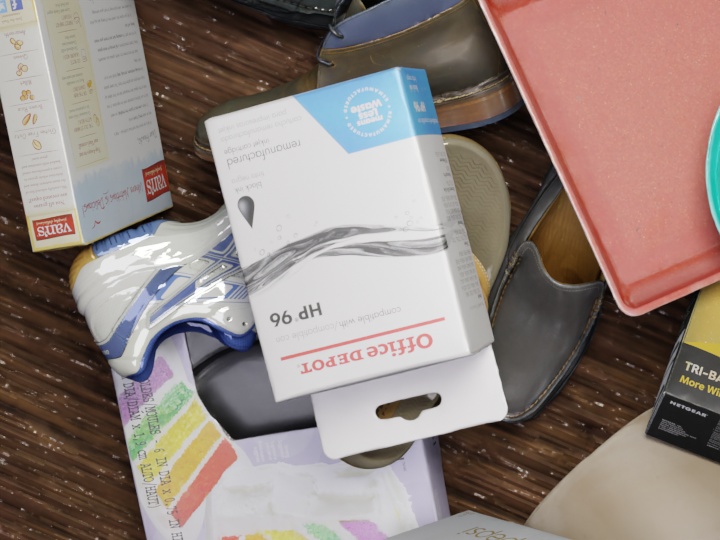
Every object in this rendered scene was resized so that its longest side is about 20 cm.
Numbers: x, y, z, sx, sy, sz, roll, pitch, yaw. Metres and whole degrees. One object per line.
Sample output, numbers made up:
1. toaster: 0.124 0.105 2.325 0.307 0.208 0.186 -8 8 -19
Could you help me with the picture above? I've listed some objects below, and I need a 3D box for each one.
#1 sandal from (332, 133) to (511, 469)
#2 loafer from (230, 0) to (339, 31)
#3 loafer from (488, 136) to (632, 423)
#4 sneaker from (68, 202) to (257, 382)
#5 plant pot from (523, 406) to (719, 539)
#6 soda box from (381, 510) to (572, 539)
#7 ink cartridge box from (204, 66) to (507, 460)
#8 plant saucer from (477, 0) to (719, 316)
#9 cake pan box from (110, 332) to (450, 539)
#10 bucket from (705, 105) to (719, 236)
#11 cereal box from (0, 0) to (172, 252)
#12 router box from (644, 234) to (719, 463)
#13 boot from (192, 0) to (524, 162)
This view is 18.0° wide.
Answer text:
1. sandal: 0.038 0.022 1.297 0.080 0.054 0.200 20 91 -21
2. loafer: -0.053 -0.180 1.304 0.200 0.070 0.068 13 92 -6
3. loafer: 0.112 0.000 1.317 0.073 0.072 0.200 19 103 5
4. sneaker: -0.064 0.001 1.320 0.200 0.075 0.088 -22 80 -1
5. plant pot: 0.191 0.175 1.288 0.200 0.200 0.174 -45 74 13
6. soda box: 0.084 0.184 1.250 0.064 0.200 0.068 -16 98 -23
7. ink cartridge box: 0.000 0.000 1.241 0.116 0.068 0.200 -15 90 14
8. plant saucer: 0.182 -0.097 1.259 0.199 0.037 0.200 -23 86 -19
9. cake pan box: -0.046 0.110 1.375 0.184 0.052 0.200 -9 97 9
10. bucket: 0.288 -0.053 1.188 0.207 0.135 0.207 3 76 -14
11. cereal box: -0.165 -0.119 1.307 0.039 0.144 0.200 -7 97 17
12. router box: 0.277 0.053 1.262 0.200 0.052 0.157 21 58 5
13. boot: -0.011 -0.123 1.301 0.200 0.075 0.097 -11 122 12
